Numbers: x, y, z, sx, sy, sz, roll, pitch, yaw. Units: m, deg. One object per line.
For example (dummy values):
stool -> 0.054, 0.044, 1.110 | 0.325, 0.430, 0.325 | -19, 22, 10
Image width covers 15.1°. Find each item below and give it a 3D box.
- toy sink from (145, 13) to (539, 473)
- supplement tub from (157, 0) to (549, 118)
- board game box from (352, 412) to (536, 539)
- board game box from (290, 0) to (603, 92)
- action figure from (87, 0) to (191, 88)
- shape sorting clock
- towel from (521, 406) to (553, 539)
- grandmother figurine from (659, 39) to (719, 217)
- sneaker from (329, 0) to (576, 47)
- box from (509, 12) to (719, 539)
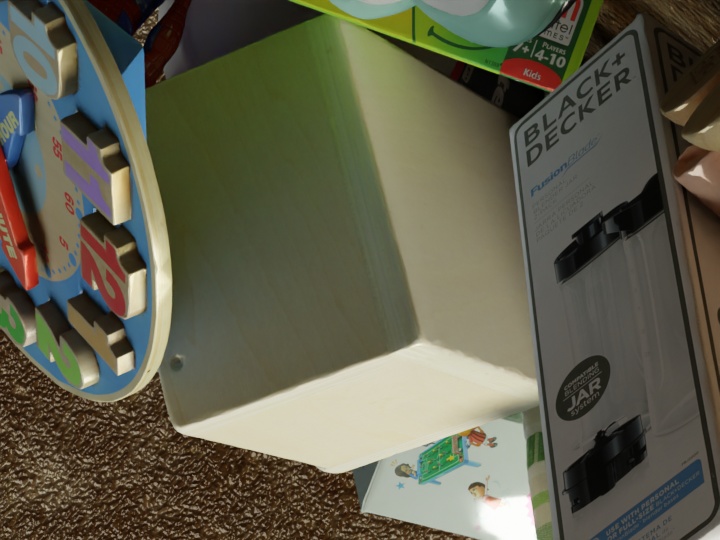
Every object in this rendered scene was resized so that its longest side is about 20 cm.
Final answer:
toy sink -> 0.000, 0.000, 1.055 | 0.200, 0.112, 0.131 | 19, -127, -63
supplement tub -> 0.005, -0.087, 1.225 | 0.140, 0.140, 0.200 | 43, -179, 25
board game box -> 0.095, 0.073, 1.241 | 0.199, 0.064, 0.148 | 15, -159, -13
board game box -> -0.023, -0.120, 0.942 | 0.199, 0.048, 0.102 | 18, -173, -14
action figure -> -0.096, -0.112, 1.066 | 0.065, 0.052, 0.200 | 20, -140, -1
shape sorting clock -> -0.125, -0.046, 0.955 | 0.200, 0.039, 0.201 | 36, 141, 37
towel -> 0.142, 0.066, 1.110 | 0.200, 0.152, 0.023 | -93, -1, -61
grandmother figurine -> 0.165, 0.015, 0.731 | 0.200, 0.061, 0.121 | 45, -164, -9
sneaker -> -0.007, -0.140, 0.771 | 0.140, 0.078, 0.200 | 45, 172, -19
box -> 0.108, 0.032, 0.751 | 0.116, 0.060, 0.200 | 31, -146, -26
